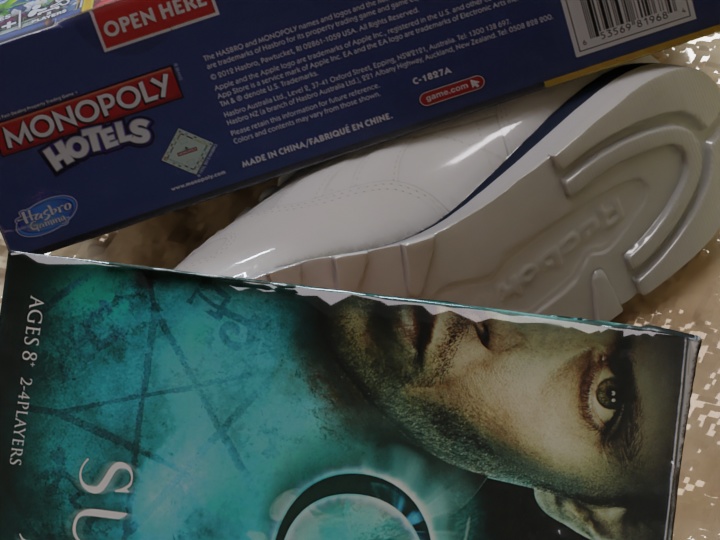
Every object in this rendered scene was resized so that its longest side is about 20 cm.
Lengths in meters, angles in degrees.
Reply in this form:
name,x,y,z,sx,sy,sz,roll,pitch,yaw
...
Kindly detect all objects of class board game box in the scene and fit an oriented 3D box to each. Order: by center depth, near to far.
name,x,y,z,sx,sy,sz,roll,pitch,yaw
board game box,-0.013,0.103,0.491,0.135,0.028,0.200,6,87,6
board game box,-0.013,-0.101,0.713,0.200,0.062,0.200,-18,28,1

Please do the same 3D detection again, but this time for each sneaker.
name,x,y,z,sx,sy,sz,roll,pitch,yaw
sneaker,0.000,0.000,0.659,0.200,0.076,0.080,-28,38,-21
